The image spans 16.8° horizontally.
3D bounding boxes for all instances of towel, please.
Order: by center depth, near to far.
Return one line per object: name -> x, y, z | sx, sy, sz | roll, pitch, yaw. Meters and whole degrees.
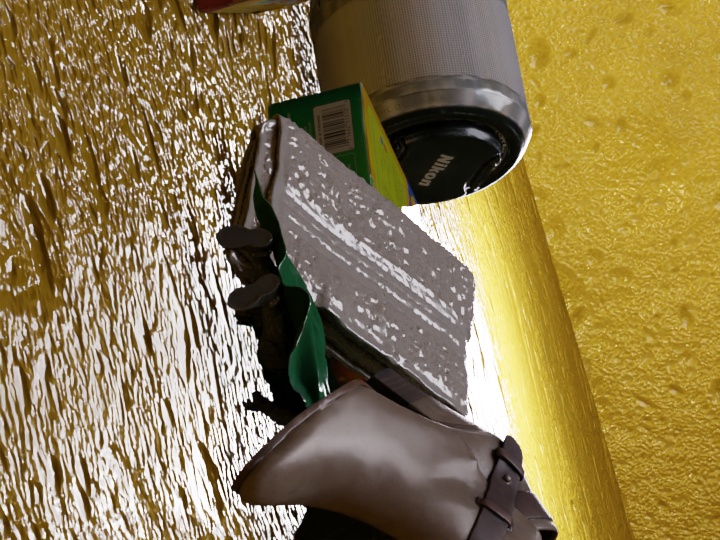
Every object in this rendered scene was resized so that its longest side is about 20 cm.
towel -> 0.000, 0.000, 1.509 | 0.200, 0.034, 0.133 | 37, 40, -28

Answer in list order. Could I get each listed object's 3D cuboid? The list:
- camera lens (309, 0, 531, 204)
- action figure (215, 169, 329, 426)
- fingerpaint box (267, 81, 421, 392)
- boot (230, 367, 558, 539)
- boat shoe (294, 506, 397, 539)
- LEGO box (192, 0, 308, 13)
camera lens -> 0.045, -0.164, 1.925 | 0.160, 0.160, 0.200 | 60, 19, -61
action figure -> -0.044, 0.048, 1.403 | 0.200, 0.055, 0.118 | 76, 4, -56
fingerpaint box -> -0.002, 0.004, 1.661 | 0.167, 0.073, 0.200 | 62, 19, -56
boot -> 0.031, 0.131, 1.364 | 0.146, 0.070, 0.200 | 45, 34, 10
boat shoe -> 0.000, 0.157, 1.458 | 0.202, 0.074, 0.065 | -103, 170, -53
LEGO box -> -0.028, -0.223, 1.598 | 0.200, 0.149, 0.077 | -36, 113, -81
